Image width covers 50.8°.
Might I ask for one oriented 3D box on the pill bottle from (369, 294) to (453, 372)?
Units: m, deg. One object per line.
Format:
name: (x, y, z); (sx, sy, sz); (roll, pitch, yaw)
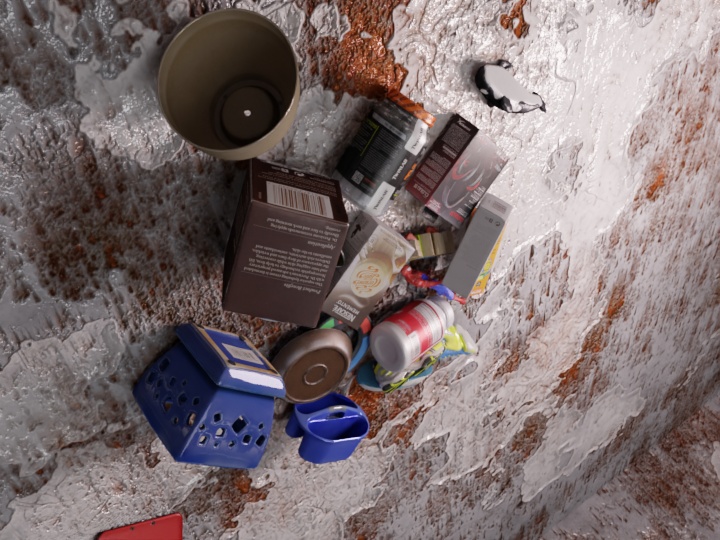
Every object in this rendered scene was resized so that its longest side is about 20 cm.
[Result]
pill bottle: (0.120, 0.134, 1.695); (0.198, 0.111, 0.114); (-30, 141, -40)

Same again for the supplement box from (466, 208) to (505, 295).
supplement box: (0.270, -0.042, 1.734); (0.065, 0.069, 0.204); (-12, 131, -34)

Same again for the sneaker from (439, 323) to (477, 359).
sneaker: (0.207, 0.182, 1.873); (0.105, 0.076, 0.199); (-43, 136, 16)

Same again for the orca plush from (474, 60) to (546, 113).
orca plush: (0.283, -0.353, 1.506); (0.197, 0.070, 0.108); (-7, 84, -44)

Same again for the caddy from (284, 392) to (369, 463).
caddy: (-0.072, 0.340, 1.687); (0.197, 0.142, 0.106); (3, 126, -44)

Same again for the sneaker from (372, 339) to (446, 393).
sneaker: (0.116, 0.201, 1.744); (0.197, 0.077, 0.076); (-26, 159, -28)

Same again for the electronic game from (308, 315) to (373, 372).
electronic game: (-0.055, 0.165, 1.631); (0.197, 0.042, 0.204); (-24, 136, -25)

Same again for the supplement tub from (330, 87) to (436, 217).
supplement tub: (0.042, -0.209, 1.338); (0.121, 0.123, 0.202); (18, 110, -48)

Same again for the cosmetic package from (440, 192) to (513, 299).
cosmetic package: (0.249, -0.053, 1.623); (0.203, 0.073, 0.102); (-66, 171, 28)

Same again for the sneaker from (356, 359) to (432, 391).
sneaker: (0.075, 0.254, 1.798); (0.195, 0.078, 0.081); (-3, 151, -28)

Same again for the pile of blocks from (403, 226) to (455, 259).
pile of blocks: (0.131, -0.059, 1.611); (0.197, 0.081, 0.064); (-6, 85, -50)

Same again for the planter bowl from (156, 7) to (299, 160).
planter bowl: (-0.174, -0.244, 1.079); (0.200, 0.201, 0.135); (-42, 168, -4)

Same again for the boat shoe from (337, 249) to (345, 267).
boat shoe: (-0.087, -0.066, 1.385); (0.072, 0.066, 0.200); (-45, 141, 5)

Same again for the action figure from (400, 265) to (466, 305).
action figure: (0.160, 0.026, 1.686); (0.197, 0.065, 0.053); (19, 99, -39)

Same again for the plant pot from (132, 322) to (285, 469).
plant pot: (-0.262, 0.219, 1.372); (0.198, 0.199, 0.183); (22, 101, -48)

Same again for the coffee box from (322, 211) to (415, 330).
coffee box: (0.000, 0.000, 1.495); (0.113, 0.080, 0.202); (29, 101, -35)

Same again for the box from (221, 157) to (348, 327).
box: (-0.129, -0.046, 1.247); (0.162, 0.166, 0.204); (12, 118, -17)

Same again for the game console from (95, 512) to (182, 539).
game console: (-0.493, 0.620, 1.635); (0.196, 0.121, 0.172); (-1, 155, -41)

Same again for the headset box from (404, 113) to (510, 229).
headset box: (0.190, -0.188, 1.529); (0.202, 0.075, 0.148); (-54, 141, 8)

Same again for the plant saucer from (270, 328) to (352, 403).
plant saucer: (-0.099, 0.209, 1.585); (0.196, 0.032, 0.204); (-17, 133, -19)
